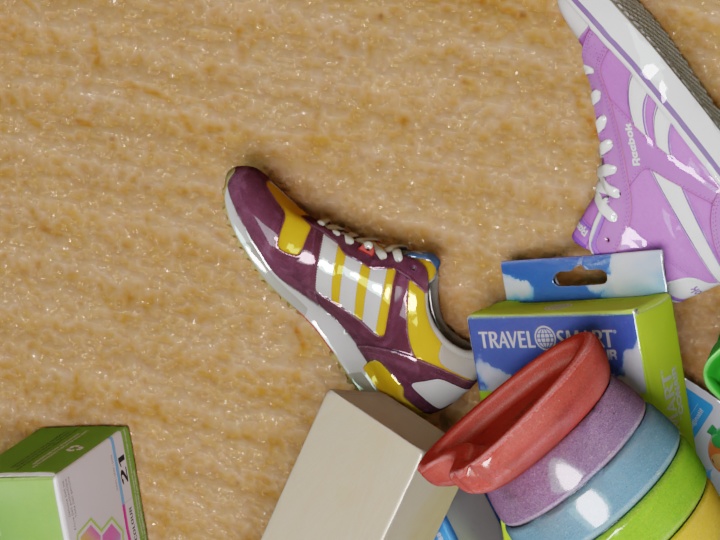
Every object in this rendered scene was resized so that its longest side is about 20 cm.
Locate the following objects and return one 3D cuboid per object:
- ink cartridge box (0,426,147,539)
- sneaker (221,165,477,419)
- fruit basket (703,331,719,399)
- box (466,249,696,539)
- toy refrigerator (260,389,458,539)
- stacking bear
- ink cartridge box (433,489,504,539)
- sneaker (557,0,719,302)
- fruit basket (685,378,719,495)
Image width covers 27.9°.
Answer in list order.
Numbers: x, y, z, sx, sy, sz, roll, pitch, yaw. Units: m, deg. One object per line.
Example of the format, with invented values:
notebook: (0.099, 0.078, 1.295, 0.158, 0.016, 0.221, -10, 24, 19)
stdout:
ink cartridge box: (-0.215, 0.204, 0.944, 0.075, 0.200, 0.150, -5, 102, 18)
sneaker: (0.000, 0.000, 0.904, 0.090, 0.075, 0.200, -38, 96, 16)
fruit basket: (0.281, 0.027, 0.738, 0.155, 0.216, 0.216, 39, 111, -12)
box: (0.132, 0.094, 0.847, 0.121, 0.047, 0.202, -4, 100, 42)
toy refrigerator: (-0.014, 0.177, 0.858, 0.076, 0.070, 0.202, 29, 100, 32)
stacking bear: (0.142, 0.143, 0.755, 0.114, 0.121, 0.200, -40, 92, -11)
ink cartridge box: (0.010, 0.236, 0.928, 0.199, 0.084, 0.147, -33, 75, 22)
sneaker: (0.150, -0.071, 0.837, 0.114, 0.073, 0.201, -35, 91, 24)
fruit basket: (0.227, 0.194, 0.863, 0.199, 0.094, 0.186, 33, 110, 11)
